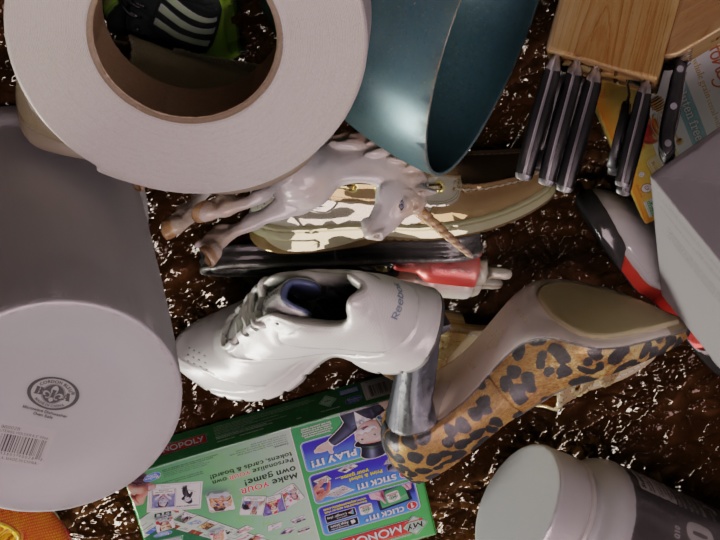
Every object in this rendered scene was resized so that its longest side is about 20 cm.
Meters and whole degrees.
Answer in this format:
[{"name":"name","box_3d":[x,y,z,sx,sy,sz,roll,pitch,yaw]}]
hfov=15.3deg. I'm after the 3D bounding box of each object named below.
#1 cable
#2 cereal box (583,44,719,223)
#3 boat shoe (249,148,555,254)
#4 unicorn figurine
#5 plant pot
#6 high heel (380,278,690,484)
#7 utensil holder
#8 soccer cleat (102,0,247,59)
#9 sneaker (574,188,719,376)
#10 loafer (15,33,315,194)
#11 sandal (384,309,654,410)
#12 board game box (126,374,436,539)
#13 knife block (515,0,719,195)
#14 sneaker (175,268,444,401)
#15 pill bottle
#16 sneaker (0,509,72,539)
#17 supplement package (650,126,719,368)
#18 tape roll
[{"name":"cable","box_3d":[0.000,0.000,1.726,0.200,0.097,0.050,-5,90,-15]},{"name":"cereal box","box_3d":[0.242,-0.128,1.669,0.200,0.040,0.144,-25,128,5]},{"name":"boat shoe","box_3d":[0.027,-0.058,1.698,0.200,0.074,0.066,-10,113,-13]},{"name":"unicorn figurine","box_3d":[-0.049,-0.054,1.610,0.137,0.200,0.074,-31,140,-19]},{"name":"plant pot","box_3d":[0.020,-0.172,1.562,0.135,0.200,0.200,23,124,13]},{"name":"high heel","box_3d":[0.113,0.079,1.773,0.200,0.071,0.143,-2,129,-11]},{"name":"utensil holder","box_3d":[-0.198,0.022,1.617,0.170,0.200,0.170,-7,126,-10]},{"name":"soccer cleat","box_3d":[-0.111,-0.167,1.545,0.081,0.068,0.200,-7,159,-1]},{"name":"sneaker","box_3d":[0.232,-0.018,1.788,0.108,0.067,0.201,-37,129,12]},{"name":"loafer","box_3d":[-0.117,-0.095,1.556,0.200,0.076,0.068,6,153,19]},{"name":"sandal","box_3d":[0.115,0.070,1.817,0.211,0.070,0.078,2,125,-16]},{"name":"board game box","box_3d":[-0.056,0.155,1.859,0.200,0.029,0.135,-16,128,-4]},{"name":"knife block","box_3d":[0.139,-0.150,1.588,0.175,0.064,0.200,-29,84,2]},{"name":"sneaker","box_3d":[-0.045,0.030,1.706,0.200,0.075,0.087,-15,149,34]},{"name":"pill bottle","box_3d":[0.187,0.200,1.903,0.200,0.114,0.114,25,116,-29]},{"name":"sneaker","box_3d":[-0.268,0.162,1.778,0.073,0.077,0.200,-43,126,14]},{"name":"supplement package","box_3d":[0.262,-0.010,1.642,0.120,0.121,0.200,-35,159,-6]},{"name":"tape roll","box_3d":[-0.094,-0.135,1.459,0.202,0.037,0.203,2,122,3]}]
